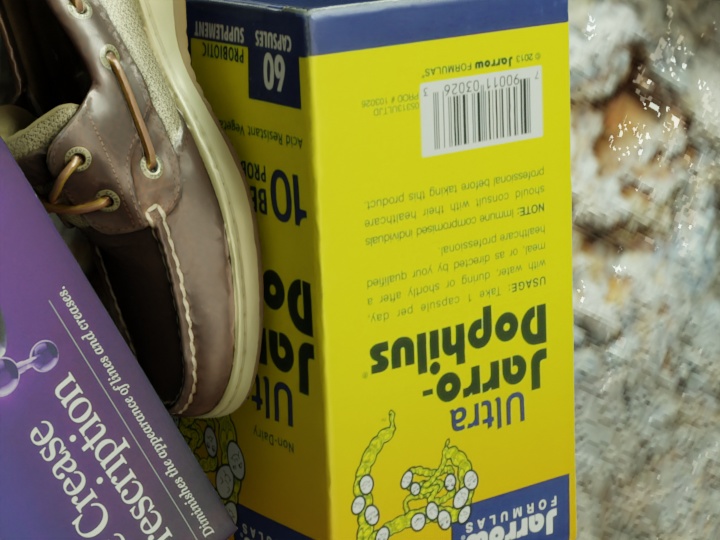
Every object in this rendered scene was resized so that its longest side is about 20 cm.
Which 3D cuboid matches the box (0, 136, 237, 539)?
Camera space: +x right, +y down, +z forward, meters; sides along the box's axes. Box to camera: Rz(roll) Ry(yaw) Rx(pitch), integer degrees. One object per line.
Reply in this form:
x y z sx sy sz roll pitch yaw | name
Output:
-0.149 0.043 0.624 0.141 0.079 0.200 -39 120 -20 | box

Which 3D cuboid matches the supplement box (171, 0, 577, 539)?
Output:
0.000 0.000 0.699 0.109 0.109 0.201 -12 106 -33 | supplement box

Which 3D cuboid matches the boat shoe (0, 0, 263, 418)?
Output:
-0.088 -0.044 0.645 0.072 0.072 0.201 -18 102 -35 | boat shoe
